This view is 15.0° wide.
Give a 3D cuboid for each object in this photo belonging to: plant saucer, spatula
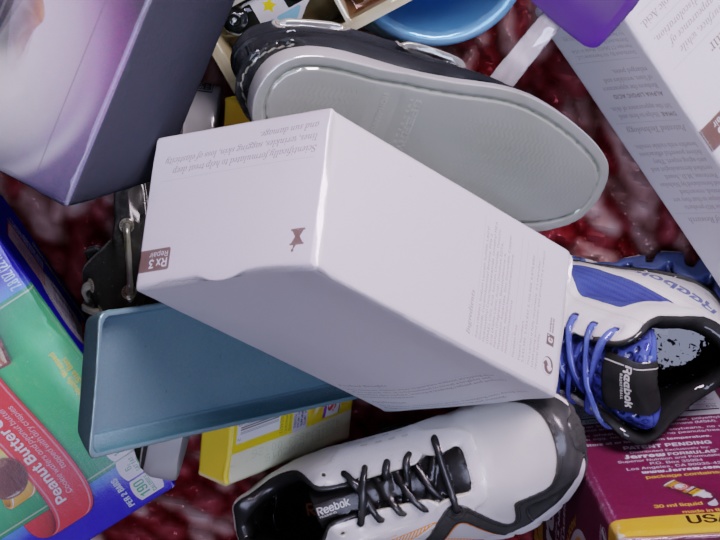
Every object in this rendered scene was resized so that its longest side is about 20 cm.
[{"bbox_3d":[-0.065,0.041,1.329,0.199,0.019,0.070,-9,109,-50],"label":"plant saucer"},{"bbox_3d":[0.073,-0.097,1.351,0.056,0.021,0.200,41,135,3],"label":"spatula"}]

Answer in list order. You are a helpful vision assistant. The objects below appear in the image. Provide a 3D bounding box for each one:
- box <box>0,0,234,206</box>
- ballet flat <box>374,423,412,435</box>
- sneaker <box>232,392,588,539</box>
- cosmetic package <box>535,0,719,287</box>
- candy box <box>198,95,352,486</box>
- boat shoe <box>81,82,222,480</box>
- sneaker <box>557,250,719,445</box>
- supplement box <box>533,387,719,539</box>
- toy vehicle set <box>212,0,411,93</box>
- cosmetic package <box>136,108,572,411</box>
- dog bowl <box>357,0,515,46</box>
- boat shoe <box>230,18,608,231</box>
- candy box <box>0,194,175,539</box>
[{"bbox_3d":[-0.158,-0.165,1.253,0.198,0.123,0.201,27,105,11],"label":"box"},{"bbox_3d":[0.018,0.184,1.468,0.073,0.073,0.201,6,108,-10],"label":"ballet flat"},{"bbox_3d":[0.023,0.113,1.375,0.199,0.080,0.074,-22,82,30],"label":"sneaker"},{"bbox_3d":[0.187,-0.087,1.377,0.102,0.074,0.200,-47,111,-22],"label":"cosmetic package"},{"bbox_3d":[-0.036,0.002,1.388,0.026,0.102,0.201,18,112,33],"label":"candy box"},{"bbox_3d":[-0.107,0.004,1.369,0.063,0.071,0.201,4,82,-1],"label":"boat shoe"},{"bbox_3d":[0.107,0.035,1.402,0.198,0.115,0.081,-1,108,-4],"label":"sneaker"},{"bbox_3d":[0.157,0.148,1.405,0.103,0.200,0.132,-3,110,-7],"label":"supplement box"},{"bbox_3d":[-0.004,-0.186,1.304,0.199,0.027,0.125,-27,105,14],"label":"toy vehicle set"},{"bbox_3d":[0.000,0.000,1.296,0.200,0.112,0.082,31,60,-48],"label":"cosmetic package"},{"bbox_3d":[0.035,-0.204,1.344,0.111,0.050,0.201,-3,109,-7],"label":"dog bowl"},{"bbox_3d":[0.030,-0.076,1.323,0.199,0.060,0.076,21,111,-29],"label":"boat shoe"},{"bbox_3d":[-0.224,0.085,1.394,0.199,0.077,0.169,-32,112,5],"label":"candy box"}]
